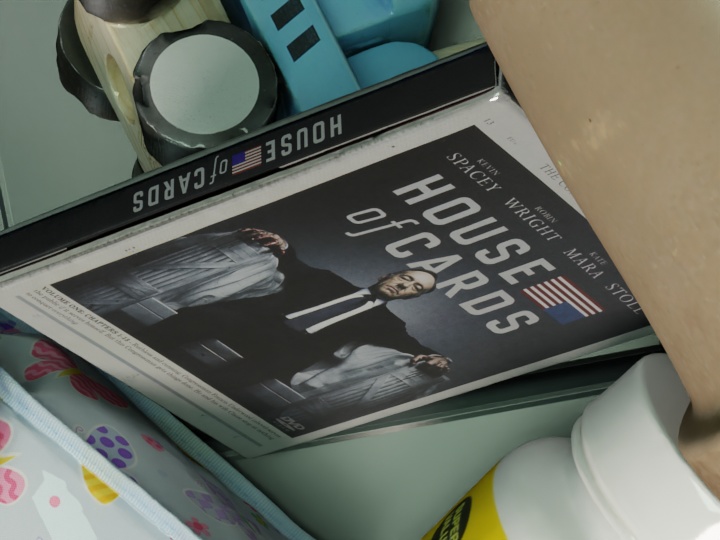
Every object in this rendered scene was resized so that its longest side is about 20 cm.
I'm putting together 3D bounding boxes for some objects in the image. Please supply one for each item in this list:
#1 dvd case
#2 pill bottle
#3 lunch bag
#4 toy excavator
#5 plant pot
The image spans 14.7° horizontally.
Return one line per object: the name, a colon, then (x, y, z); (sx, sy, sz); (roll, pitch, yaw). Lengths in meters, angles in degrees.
dvd case: (0.000, 0.000, 0.902); (0.199, 0.150, 0.025); (-19, 55, 30)
pill bottle: (0.060, 0.129, 0.927); (0.114, 0.114, 0.200); (45, 111, 4)
lunch bag: (-0.135, 0.113, 0.974); (0.200, 0.127, 0.170); (40, 99, 12)
toy excavator: (0.015, -0.067, 0.947); (0.199, 0.100, 0.195); (-23, 70, -14)
plant pot: (0.125, -0.050, 0.763); (0.175, 0.200, 0.200); (45, 100, -1)
